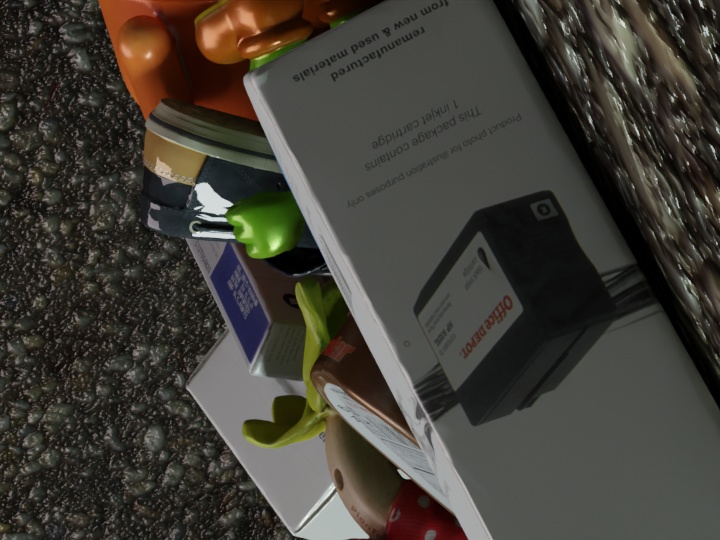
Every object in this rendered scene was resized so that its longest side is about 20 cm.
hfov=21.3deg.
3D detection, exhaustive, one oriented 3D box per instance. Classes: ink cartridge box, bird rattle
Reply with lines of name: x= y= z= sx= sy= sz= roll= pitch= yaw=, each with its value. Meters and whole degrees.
ink cartridge box: x=0.000 y=0.000 z=1.094 sx=0.199 sy=0.041 sz=0.200 roll=11 pitch=-151 yaw=-31
ink cartridge box: x=0.001 y=0.111 z=1.242 sx=0.200 sy=0.084 sz=0.146 roll=25 pitch=-160 yaw=-51
ink cartridge box: x=0.048 y=0.022 z=0.627 sx=0.201 sy=0.083 sz=0.145 roll=63 pitch=178 yaw=11
bird rattle: x=0.034 y=0.090 z=0.904 sx=0.113 sy=0.162 sz=0.201 roll=100 pitch=150 yaw=-46

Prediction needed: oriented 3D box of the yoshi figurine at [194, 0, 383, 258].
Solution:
yoshi figurine: x=0.005 y=-0.034 z=0.840 sx=0.201 sy=0.112 sz=0.112 roll=61 pitch=-170 yaw=2

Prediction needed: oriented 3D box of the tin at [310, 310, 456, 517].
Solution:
tin: x=0.061 y=0.092 z=0.805 sx=0.200 sy=0.042 sz=0.112 roll=41 pitch=174 yaw=-14

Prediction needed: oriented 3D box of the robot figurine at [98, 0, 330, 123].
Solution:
robot figurine: x=-0.071 y=-0.146 z=0.910 sx=0.117 sy=0.143 sz=0.201 roll=47 pitch=161 yaw=34

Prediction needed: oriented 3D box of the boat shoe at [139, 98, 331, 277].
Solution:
boat shoe: x=-0.025 y=-0.029 z=0.909 sx=0.199 sy=0.063 sz=0.074 roll=13 pitch=-170 yaw=-43
